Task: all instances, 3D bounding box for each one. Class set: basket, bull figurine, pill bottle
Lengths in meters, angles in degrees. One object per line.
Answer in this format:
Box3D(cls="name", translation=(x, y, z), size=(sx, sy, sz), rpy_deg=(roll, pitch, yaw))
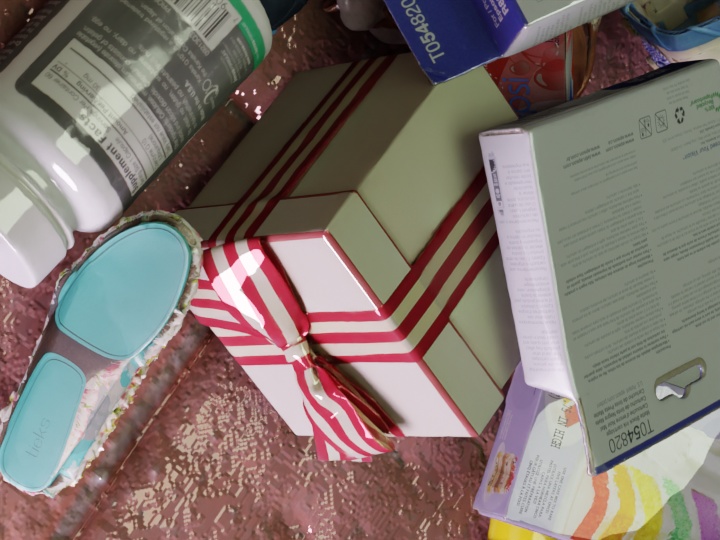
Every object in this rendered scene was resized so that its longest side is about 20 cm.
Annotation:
Box3D(cls="basket", translation=(0.220, -0.204, 1.514), size=(0.138, 0.177, 0.201), rpy_deg=(-24, 124, 0))
Box3D(cls="bull figurine", translation=(0.069, -0.176, 1.497), size=(0.199, 0.065, 0.122), rpy_deg=(26, 81, -30))
Box3D(cls="pill bottle", translation=(-0.152, -0.095, 1.349), size=(0.200, 0.113, 0.113), rpy_deg=(-48, 117, -16))

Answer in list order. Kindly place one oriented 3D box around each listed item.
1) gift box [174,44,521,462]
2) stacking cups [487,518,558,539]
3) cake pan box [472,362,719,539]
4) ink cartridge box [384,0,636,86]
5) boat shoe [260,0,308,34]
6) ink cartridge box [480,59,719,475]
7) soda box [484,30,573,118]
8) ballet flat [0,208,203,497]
Box3D(cls="gift box", translation=(0.000, 0.000, 1.416), size=(0.185, 0.199, 0.187), rpy_deg=(50, 56, -22))
Box3D(cls="stacking cups", translation=(0.122, 0.087, 1.573), size=(0.060, 0.060, 0.201), rpy_deg=(11, 86, -31))
Box3D(cls="cake pan box", translation=(0.188, 0.088, 1.539), size=(0.183, 0.052, 0.201), rpy_deg=(21, 84, -22))
Box3D(cls="ink cartridge box", translation=(0.086, -0.228, 1.369), size=(0.199, 0.041, 0.200), rpy_deg=(-25, 73, -12))
Box3D(cls="boat shoe", translation=(-0.090, -0.230, 1.393), size=(0.068, 0.084, 0.200), rpy_deg=(-35, 128, -2))
Box3D(cls="ink cartridge box", translation=(0.158, -0.006, 1.398), size=(0.199, 0.040, 0.201), rpy_deg=(-21, 103, -46))
Box3D(cls="soda box", translation=(0.094, -0.098, 1.456), size=(0.201, 0.070, 0.064), rpy_deg=(84, 11, -49))
Box3D(cls="ballet flat", translation=(-0.147, 0.041, 1.362), size=(0.076, 0.064, 0.200), rpy_deg=(38, 112, 4))
